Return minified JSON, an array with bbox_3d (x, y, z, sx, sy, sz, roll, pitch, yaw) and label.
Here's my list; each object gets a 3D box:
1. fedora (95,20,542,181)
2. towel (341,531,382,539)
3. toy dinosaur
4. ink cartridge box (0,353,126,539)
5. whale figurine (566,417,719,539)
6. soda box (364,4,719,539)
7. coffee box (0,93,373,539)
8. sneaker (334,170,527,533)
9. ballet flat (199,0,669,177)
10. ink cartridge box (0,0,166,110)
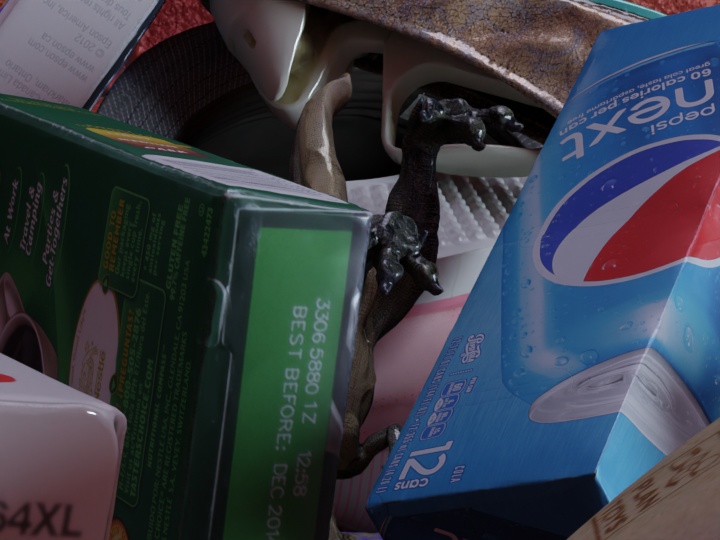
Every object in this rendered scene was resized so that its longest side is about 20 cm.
[{"bbox_3d":[-0.018,0.007,1.003,0.200,0.177,0.090,-14,-13,-32],"label":"fedora"},{"bbox_3d":[0.062,0.091,0.828,0.143,0.023,0.200,16,8,41],"label":"towel"},{"bbox_3d":[0.000,0.000,0.770,0.047,0.200,0.088,20,-41,-19],"label":"toy dinosaur"},{"bbox_3d":[-0.162,0.042,0.618,0.146,0.084,0.200,5,8,-34],"label":"ink cartridge box"},{"bbox_3d":[0.090,0.079,0.564,0.200,0.104,0.159,-30,5,3],"label":"whale figurine"},{"bbox_3d":[0.072,0.014,0.750,0.064,0.068,0.200,-12,32,31],"label":"soda box"},{"bbox_3d":[-0.064,0.024,0.772,0.044,0.123,0.200,5,6,-27],"label":"coffee box"},{"bbox_3d":[0.028,0.027,0.926,0.075,0.105,0.200,27,21,36],"label":"sneaker"},{"bbox_3d":[0.008,-0.071,0.933,0.200,0.067,0.068,19,-11,23],"label":"ballet flat"},{"bbox_3d":[-0.132,-0.029,0.973,0.043,0.200,0.198,38,4,-7],"label":"ink cartridge box"}]
